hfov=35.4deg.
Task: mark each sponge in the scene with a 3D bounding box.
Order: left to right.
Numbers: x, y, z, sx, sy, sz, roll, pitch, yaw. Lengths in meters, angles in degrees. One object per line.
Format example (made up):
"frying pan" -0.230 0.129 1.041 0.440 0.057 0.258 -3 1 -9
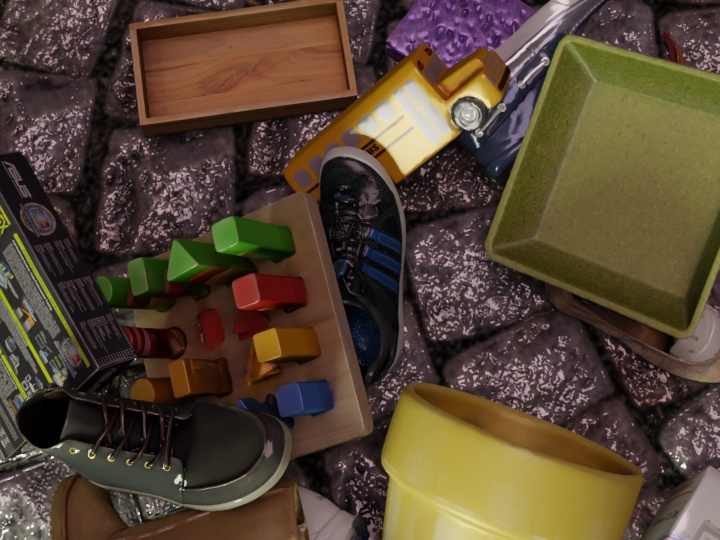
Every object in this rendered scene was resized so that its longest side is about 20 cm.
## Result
"sponge" 0.133 -0.194 1.049 0.199 0.030 0.112 36 79 7

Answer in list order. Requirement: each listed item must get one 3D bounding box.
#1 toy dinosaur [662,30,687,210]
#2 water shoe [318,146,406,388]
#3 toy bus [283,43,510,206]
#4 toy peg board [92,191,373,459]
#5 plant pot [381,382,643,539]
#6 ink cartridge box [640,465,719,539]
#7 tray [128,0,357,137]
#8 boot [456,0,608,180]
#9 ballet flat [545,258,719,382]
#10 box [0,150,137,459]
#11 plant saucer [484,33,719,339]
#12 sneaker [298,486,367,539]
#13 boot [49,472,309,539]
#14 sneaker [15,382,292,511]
"toy dinosaur" 0.265 -0.092 1.025 0.180 0.105 0.201 -30 45 1
"water shoe" 0.000 0.000 0.934 0.071 0.079 0.203 -4 106 19
"toy bus" 0.032 -0.121 0.955 0.199 0.065 0.078 -37 102 30
"toy peg board" -0.117 0.060 0.901 0.198 0.097 0.202 -22 76 28
"plant pot" 0.097 0.210 0.879 0.198 0.201 0.191 19 92 3
"ink cartridge box" 0.260 0.232 0.901 0.067 0.117 0.201 35 74 11
"tray" -0.107 -0.188 1.038 0.197 0.037 0.100 -9 78 -3
"boot" 0.164 -0.173 1.001 0.199 0.073 0.091 -40 88 0
"ballet flat" 0.255 0.043 0.977 0.198 0.067 0.069 20 78 3
"box" -0.286 0.031 0.929 0.160 0.044 0.201 -40 77 33
"plant saucer" 0.223 -0.070 0.925 0.198 0.048 0.202 24 98 34
"sneaker" -0.078 0.269 0.924 0.087 0.075 0.201 31 75 23
"boot" -0.140 0.202 0.881 0.198 0.176 0.067 -17 123 2
"sneaker" -0.154 0.127 0.824 0.198 0.106 0.076 -7 63 27
